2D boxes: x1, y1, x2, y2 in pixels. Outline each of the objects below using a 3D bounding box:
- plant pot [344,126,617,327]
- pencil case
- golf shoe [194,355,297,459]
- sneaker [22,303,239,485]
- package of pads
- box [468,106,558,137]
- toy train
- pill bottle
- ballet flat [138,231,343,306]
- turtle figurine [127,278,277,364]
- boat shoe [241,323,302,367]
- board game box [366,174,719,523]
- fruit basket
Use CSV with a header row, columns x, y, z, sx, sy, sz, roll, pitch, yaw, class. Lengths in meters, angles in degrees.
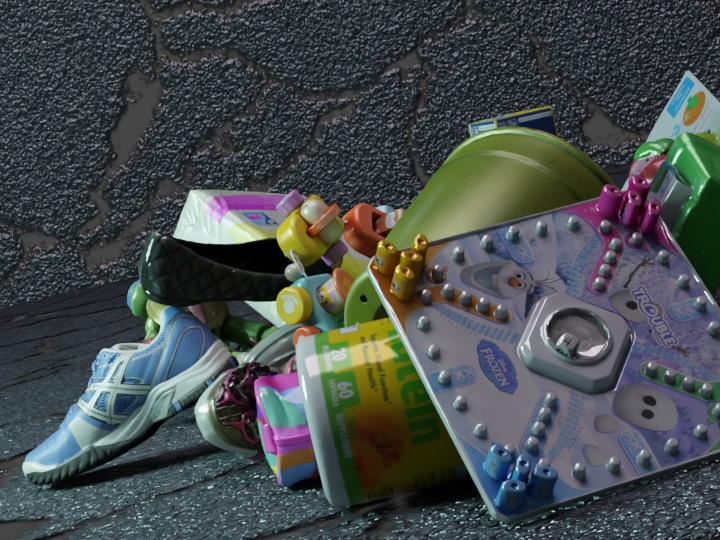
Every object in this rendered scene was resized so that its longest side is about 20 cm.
x,y,z,sx,sy,sz,roll,pitch,yaw,class
0.089,0.015,1.430,0.199,0.201,0.193,-8,19,41,plant pot
0.026,0.091,1.258,0.199,0.089,0.088,-14,5,3,pencil case
-0.088,0.114,1.392,0.092,0.073,0.200,-22,-6,17,golf shoe
-0.194,0.104,1.467,0.199,0.077,0.076,-35,-3,8,sneaker
-0.050,-0.002,1.644,0.154,0.069,0.200,2,28,-49,package of pads
0.162,-0.051,1.734,0.064,0.201,0.070,-14,5,-19,box
0.000,0.000,1.491,0.056,0.150,0.201,-39,34,36,toy train
0.066,0.076,1.155,0.199,0.112,0.111,-13,6,0,pill bottle
-0.091,-0.008,1.484,0.199,0.057,0.066,-8,31,-40,ballet flat
-0.137,0.092,1.668,0.193,0.201,0.144,16,-1,36,turtle figurine
-0.004,0.077,1.527,0.199,0.071,0.069,-14,44,-27,boat shoe
0.131,0.038,1.095,0.199,0.201,0.026,-15,-36,-18,board game box
0.256,-0.060,1.529,0.093,0.186,0.200,19,21,-23,fruit basket
